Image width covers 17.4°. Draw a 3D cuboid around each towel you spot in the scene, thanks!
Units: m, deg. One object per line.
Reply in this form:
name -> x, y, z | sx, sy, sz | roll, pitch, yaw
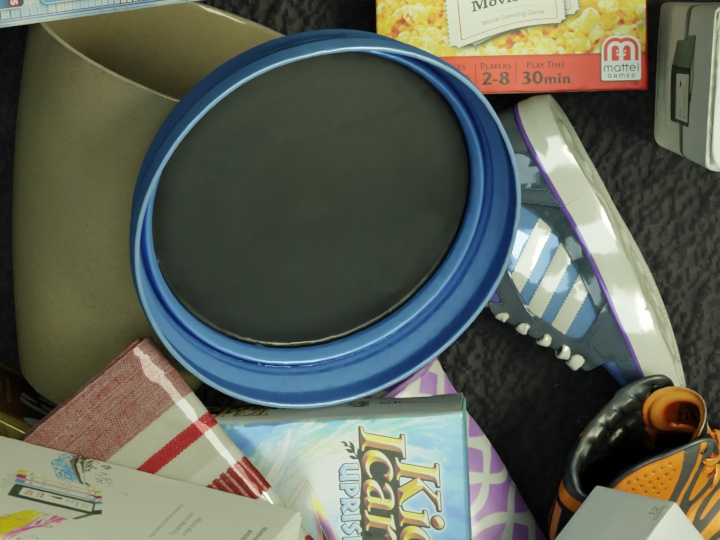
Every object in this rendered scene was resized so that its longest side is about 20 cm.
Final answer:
towel -> -0.097, 0.152, 1.185 | 0.144, 0.023, 0.200 | -39, 91, 14

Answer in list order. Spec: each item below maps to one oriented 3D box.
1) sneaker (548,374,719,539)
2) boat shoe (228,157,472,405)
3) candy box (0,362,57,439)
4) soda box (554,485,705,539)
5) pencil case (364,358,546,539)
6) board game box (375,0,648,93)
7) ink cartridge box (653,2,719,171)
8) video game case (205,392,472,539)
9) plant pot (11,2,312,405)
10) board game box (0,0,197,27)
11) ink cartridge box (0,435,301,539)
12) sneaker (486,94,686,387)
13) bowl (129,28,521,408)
sneaker -> 0.199, 0.106, 1.280 | 0.199, 0.078, 0.113 | -17, 135, -19
boat shoe -> 0.000, 0.000, 1.247 | 0.066, 0.072, 0.201 | 33, 105, -1
candy box -> -0.156, 0.113, 1.295 | 0.199, 0.117, 0.057 | 25, 97, -4
soda box -> 0.099, 0.206, 1.185 | 0.200, 0.068, 0.064 | -50, 117, -20
pencil case -> 0.050, 0.143, 1.318 | 0.085, 0.084, 0.201 | -28, 97, 27
board game box -> 0.080, -0.198, 1.288 | 0.150, 0.046, 0.202 | -2, 97, 0
ink cartridge box -> 0.239, -0.097, 1.226 | 0.145, 0.200, 0.085 | 2, 97, -1
video game case -> -0.030, 0.169, 1.219 | 0.180, 0.045, 0.201 | -3, 99, 2
plant pot -> -0.113, -0.026, 1.258 | 0.186, 0.187, 0.201 | 19, 109, -3
board game box -> -0.177, -0.178, 1.220 | 0.198, 0.200, 0.062 | -3, 115, 0
ink cartridge box -> -0.148, 0.177, 1.112 | 0.199, 0.145, 0.148 | 12, 101, 8
sneaker -> 0.082, 0.013, 1.310 | 0.146, 0.081, 0.201 | -25, 103, 13
bowl -> -0.019, -0.027, 1.161 | 0.199, 0.039, 0.202 | -10, 122, -15
